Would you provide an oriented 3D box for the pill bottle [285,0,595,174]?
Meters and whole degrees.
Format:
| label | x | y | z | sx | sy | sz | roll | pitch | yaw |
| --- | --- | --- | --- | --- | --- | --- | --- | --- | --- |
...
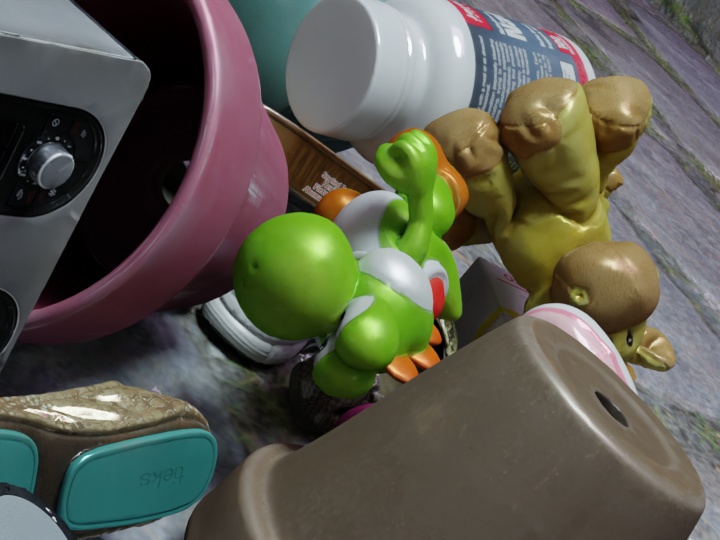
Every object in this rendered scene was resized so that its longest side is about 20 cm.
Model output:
| label | x | y | z | sx | sy | sz | roll | pitch | yaw |
| --- | --- | --- | --- | --- | --- | --- | --- | --- | --- |
| pill bottle | 0.055 | -0.121 | 0.997 | 0.200 | 0.120 | 0.120 | 7 | 38 | -42 |

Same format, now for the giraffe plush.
| label | x | y | z | sx | sy | sz | roll | pitch | yaw |
| --- | --- | --- | --- | --- | --- | --- | --- | --- | --- |
| giraffe plush | 0.128 | -0.005 | 0.945 | 0.200 | 0.172 | 0.163 | 72 | -1 | -63 |

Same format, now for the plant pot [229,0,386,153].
| label | x | y | z | sx | sy | sz | roll | pitch | yaw |
| --- | --- | --- | --- | --- | --- | --- | --- | --- | --- |
| plant pot | -0.039 | -0.182 | 1.110 | 0.200 | 0.200 | 0.161 | 8 | 58 | -54 |

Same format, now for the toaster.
| label | x | y | z | sx | sy | sz | roll | pitch | yaw |
| --- | --- | --- | --- | --- | --- | --- | --- | --- | --- |
| toaster | -0.205 | -0.062 | 0.583 | 0.200 | 0.181 | 0.119 | 42 | 21 | 27 |

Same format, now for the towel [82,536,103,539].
| label | x | y | z | sx | sy | sz | roll | pitch | yaw |
| --- | --- | --- | --- | --- | --- | --- | --- | --- | --- |
| towel | -0.118 | 0.145 | 0.556 | 0.200 | 0.024 | 0.147 | 43 | 22 | 6 |

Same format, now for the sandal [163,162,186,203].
| label | x | y | z | sx | sy | sz | roll | pitch | yaw |
| --- | --- | --- | --- | --- | --- | --- | --- | --- | --- |
| sandal | -0.121 | -0.059 | 0.903 | 0.082 | 0.055 | 0.200 | 27 | 19 | -31 |

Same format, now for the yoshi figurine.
| label | x | y | z | sx | sy | sz | roll | pitch | yaw |
| --- | --- | --- | --- | --- | --- | --- | --- | --- | --- |
| yoshi figurine | -0.008 | -0.013 | 0.753 | 0.112 | 0.113 | 0.200 | 1 | 25 | 9 |

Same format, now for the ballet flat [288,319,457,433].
| label | x | y | z | sx | sy | sz | roll | pitch | yaw |
| --- | --- | --- | --- | --- | --- | --- | --- | --- | --- |
| ballet flat | 0.021 | 0.056 | 0.904 | 0.200 | 0.046 | 0.068 | -16 | 89 | -63 |

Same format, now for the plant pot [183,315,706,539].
| label | x | y | z | sx | sy | sz | roll | pitch | yaw |
| --- | --- | --- | --- | --- | --- | --- | --- | --- | --- |
| plant pot | 0.050 | 0.118 | 0.649 | 0.200 | 0.175 | 0.200 | 40 | 16 | -14 |

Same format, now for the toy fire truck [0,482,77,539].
| label | x | y | z | sx | sy | sz | roll | pitch | yaw |
| --- | --- | --- | --- | --- | --- | --- | --- | --- | --- |
| toy fire truck | -0.126 | 0.169 | 0.382 | 0.176 | 0.129 | 0.200 | 49 | 13 | 7 |

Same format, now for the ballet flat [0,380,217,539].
| label | x | y | z | sx | sy | sz | roll | pitch | yaw |
| --- | --- | --- | --- | --- | --- | --- | --- | --- | --- |
| ballet flat | -0.137 | 0.076 | 0.562 | 0.065 | 0.071 | 0.200 | 21 | 7 | 31 |

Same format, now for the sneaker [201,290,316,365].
| label | x | y | z | sx | sy | sz | roll | pitch | yaw |
| --- | --- | --- | --- | --- | --- | --- | --- | --- | --- |
| sneaker | -0.017 | 0.006 | 0.923 | 0.074 | 0.080 | 0.200 | 42 | 19 | 12 |

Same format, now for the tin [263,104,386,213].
| label | x | y | z | sx | sy | sz | roll | pitch | yaw |
| --- | --- | --- | --- | --- | --- | --- | --- | --- | --- |
| tin | -0.046 | -0.069 | 0.975 | 0.112 | 0.042 | 0.200 | 35 | 1 | 44 |

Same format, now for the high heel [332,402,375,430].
| label | x | y | z | sx | sy | sz | roll | pitch | yaw |
| --- | --- | --- | --- | --- | --- | --- | --- | --- | --- |
| high heel | 0.030 | 0.086 | 0.856 | 0.200 | 0.067 | 0.096 | 36 | 26 | -55 |

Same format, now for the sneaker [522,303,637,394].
| label | x | y | z | sx | sy | sz | roll | pitch | yaw |
| --- | --- | --- | --- | --- | --- | --- | --- | --- | --- |
| sneaker | 0.114 | 0.116 | 0.829 | 0.105 | 0.075 | 0.201 | 4 | 76 | -63 |

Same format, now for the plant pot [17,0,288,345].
| label | x | y | z | sx | sy | sz | roll | pitch | yaw |
| --- | --- | --- | --- | --- | --- | --- | --- | --- | --- |
| plant pot | -0.125 | -0.056 | 0.738 | 0.200 | 0.200 | 0.179 | 48 | 7 | 20 |

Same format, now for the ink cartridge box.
| label | x | y | z | sx | sy | sz | roll | pitch | yaw |
| --- | --- | --- | --- | --- | --- | --- | --- | --- | --- |
| ink cartridge box | 0.119 | 0.067 | 1.042 | 0.117 | 0.067 | 0.200 | 27 | 25 | -28 |
